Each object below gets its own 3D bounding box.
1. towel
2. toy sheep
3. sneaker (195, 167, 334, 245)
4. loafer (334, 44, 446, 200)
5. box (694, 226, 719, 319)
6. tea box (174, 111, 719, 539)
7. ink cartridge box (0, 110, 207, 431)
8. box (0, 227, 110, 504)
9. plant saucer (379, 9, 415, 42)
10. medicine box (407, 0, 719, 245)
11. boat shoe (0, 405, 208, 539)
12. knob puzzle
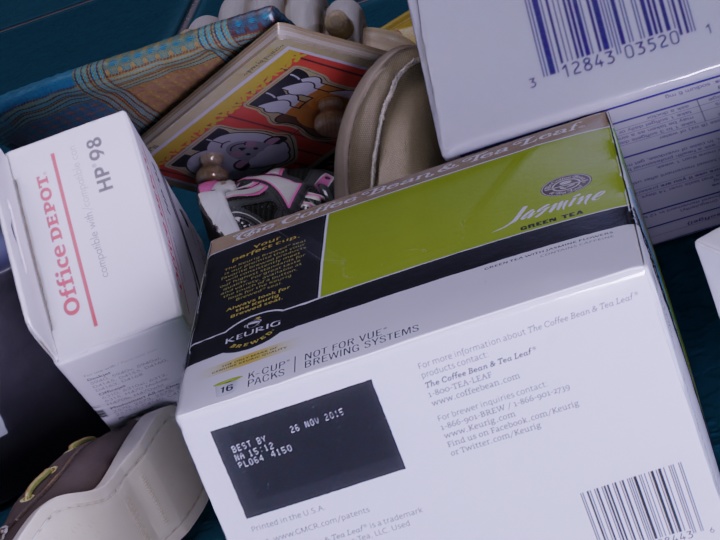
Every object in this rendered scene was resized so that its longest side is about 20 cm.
[{"bbox_3d":[-0.102,-0.088,1.347,0.199,0.147,0.022,-15,64,24],"label":"towel"},{"bbox_3d":[-0.055,-0.115,1.457,0.198,0.139,0.138,-2,23,7],"label":"toy sheep"},{"bbox_3d":[-0.039,-0.023,1.259,0.086,0.081,0.200,-18,19,-2],"label":"sneaker"},{"bbox_3d":[0.026,-0.022,1.186,0.067,0.076,0.202,-7,65,42],"label":"loafer"},{"bbox_3d":[0.251,0.008,0.916,0.199,0.125,0.097,-28,22,-15],"label":"box"},{"bbox_3d":[0.040,0.047,1.013,0.198,0.134,0.197,-18,22,9],"label":"tea box"},{"bbox_3d":[-0.116,0.005,1.150,0.066,0.117,0.200,-19,-24,3],"label":"ink cartridge box"},{"bbox_3d":[-0.261,0.060,1.300,0.199,0.124,0.198,-27,20,-15],"label":"box"},{"bbox_3d":[0.093,-0.163,1.560,0.198,0.049,0.200,-11,13,24],"label":"plant saucer"},{"bbox_3d":[0.139,-0.092,1.166,0.181,0.104,0.200,-17,-22,12],"label":"medicine box"},{"bbox_3d":[-0.133,0.127,1.083,0.059,0.072,0.200,-18,16,26],"label":"boat shoe"},{"bbox_3d":[-0.012,-0.067,1.351,0.218,0.220,0.031,-14,64,19],"label":"knob puzzle"}]
